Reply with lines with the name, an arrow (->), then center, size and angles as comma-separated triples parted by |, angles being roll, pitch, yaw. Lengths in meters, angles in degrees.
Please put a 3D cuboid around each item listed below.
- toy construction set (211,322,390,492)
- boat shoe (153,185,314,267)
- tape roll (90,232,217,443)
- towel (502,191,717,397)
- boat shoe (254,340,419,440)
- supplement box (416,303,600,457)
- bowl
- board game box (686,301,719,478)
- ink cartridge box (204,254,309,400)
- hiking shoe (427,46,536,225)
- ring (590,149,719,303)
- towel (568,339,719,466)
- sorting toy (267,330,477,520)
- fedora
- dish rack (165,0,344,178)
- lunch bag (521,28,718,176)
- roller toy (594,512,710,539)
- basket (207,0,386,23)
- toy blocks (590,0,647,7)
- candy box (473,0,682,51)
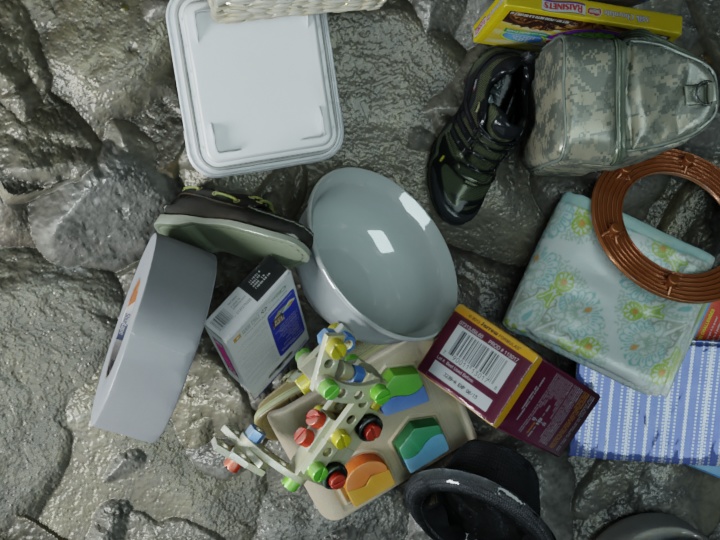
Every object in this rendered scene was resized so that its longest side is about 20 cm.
toy construction set -> -0.050, 0.149, 1.175 | 0.200, 0.092, 0.131 | -44, 132, 17
boat shoe -> -0.122, -0.050, 1.179 | 0.072, 0.201, 0.061 | 52, 57, -45
tape roll -> -0.206, 0.067, 1.169 | 0.066, 0.200, 0.201 | 19, 95, -15
towel -> 0.281, 0.026, 1.300 | 0.199, 0.048, 0.172 | 25, 77, 6
boat shoe -> -0.028, 0.118, 1.293 | 0.200, 0.063, 0.073 | -31, 128, 1
supplement box -> 0.161, 0.120, 1.248 | 0.086, 0.110, 0.200 | -56, 146, 2
bowl -> 0.000, 0.000, 1.235 | 0.201, 0.201, 0.090 | 42, 130, -15
board game box -> 0.416, 0.133, 1.383 | 0.195, 0.056, 0.201 | 23, 94, -14
ink cartridge box -> -0.101, 0.063, 1.204 | 0.037, 0.200, 0.095 | 37, 74, 19
hiking shoe -> 0.129, -0.143, 1.255 | 0.075, 0.101, 0.201 | 16, 95, -13
ring -> 0.352, -0.056, 1.299 | 0.199, 0.019, 0.201 | 6, 60, -10
towel -> 0.339, 0.146, 1.329 | 0.199, 0.024, 0.146 | 4, 96, 1
sorting toy -> 0.020, 0.176, 1.284 | 0.199, 0.037, 0.186 | -27, 127, -4
fedora -> 0.147, 0.256, 1.312 | 0.200, 0.200, 0.092 | 38, 57, -15
dish rack -> -0.107, -0.203, 1.227 | 0.171, 0.044, 0.201 | -10, 100, -10
lunch bag -> 0.265, -0.170, 1.229 | 0.167, 0.200, 0.140 | 2, 89, -5
roller toy -> 0.353, 0.390, 1.368 | 0.182, 0.140, 0.200 | 39, 90, -14
basket -> -0.059, -0.353, 1.130 | 0.197, 0.161, 0.201 | -7, 84, -10
toy blocks -> 0.230, -0.315, 1.227 | 0.199, 0.137, 0.100 | 6, 94, -13
candy box -> 0.231, -0.258, 1.258 | 0.199, 0.102, 0.027 | 6, 80, -12
